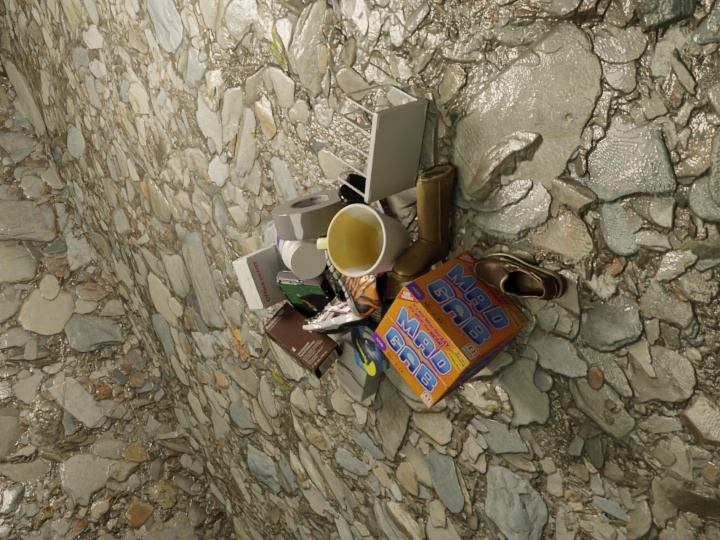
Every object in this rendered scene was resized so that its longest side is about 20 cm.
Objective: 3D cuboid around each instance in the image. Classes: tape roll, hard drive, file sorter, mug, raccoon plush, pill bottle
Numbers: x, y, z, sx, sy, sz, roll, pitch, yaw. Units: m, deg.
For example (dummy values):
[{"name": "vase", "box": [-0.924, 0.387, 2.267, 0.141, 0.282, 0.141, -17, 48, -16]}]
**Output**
[{"name": "tape roll", "box": [-0.111, -0.135, 1.673, 0.199, 0.199, 0.067, 7, 118, 49]}, {"name": "hard drive", "box": [-0.126, 0.073, 1.845, 0.138, 0.038, 0.201, 5, 149, 25]}, {"name": "file sorter", "box": [0.039, -0.271, 1.461, 0.124, 0.138, 0.202, 39, 137, 35]}, {"name": "mug", "box": [0.018, -0.069, 1.501, 0.186, 0.152, 0.151, 35, 107, 30]}, {"name": "raccoon plush", "box": [-0.002, 0.014, 1.759, 0.133, 0.097, 0.201, 19, 157, 27]}, {"name": "pill bottle", "box": [-0.151, -0.061, 1.779, 0.200, 0.114, 0.117, -123, 24, -62]}]

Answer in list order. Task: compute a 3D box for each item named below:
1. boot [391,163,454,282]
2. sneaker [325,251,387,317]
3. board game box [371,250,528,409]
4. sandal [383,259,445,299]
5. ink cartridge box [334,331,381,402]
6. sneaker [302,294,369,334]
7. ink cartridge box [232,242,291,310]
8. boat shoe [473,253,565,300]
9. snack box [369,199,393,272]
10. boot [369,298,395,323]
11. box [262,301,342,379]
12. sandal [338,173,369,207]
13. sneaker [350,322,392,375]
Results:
[{"name": "boot", "box": [0.126, -0.098, 1.427, 0.066, 0.175, 0.202, 24, 132, 32]}, {"name": "sneaker", "box": [0.000, 0.000, 1.616, 0.112, 0.077, 0.202, -30, 87, 37]}, {"name": "board game box", "box": [0.183, 0.124, 1.463, 0.200, 0.199, 0.201, 50, 142, 18]}, {"name": "sandal", "box": [0.110, 0.021, 1.585, 0.199, 0.054, 0.081, -22, 95, 33]}, {"name": "ink cartridge box", "box": [-0.006, 0.273, 1.901, 0.116, 0.066, 0.202, 39, 137, 31]}, {"name": "sneaker", "box": [-0.059, 0.108, 1.775, 0.198, 0.080, 0.087, -14, 68, 31]}, {"name": "ink cartridge box", "box": [-0.230, 0.004, 1.905, 0.085, 0.199, 0.148, -7, 106, 52]}, {"name": "boat shoe", "box": [0.294, 0.012, 1.357, 0.201, 0.074, 0.076, 13, 110, 45]}, {"name": "snack box", "box": [0.057, -0.095, 1.637, 0.072, 0.024, 0.202, -18, 96, 55]}, {"name": "boot", "box": [0.087, 0.150, 1.698, 0.157, 0.079, 0.214, 19, 115, 36]}, {"name": "box", "box": [-0.155, 0.186, 1.866, 0.199, 0.100, 0.075, 35, 163, 25]}, {"name": "sandal", "box": [-0.009, -0.165, 1.543, 0.075, 0.201, 0.048, 20, 111, 0]}, {"name": "sneaker", "box": [0.028, 0.179, 1.805, 0.074, 0.081, 0.201, 101, 151, -51]}]
